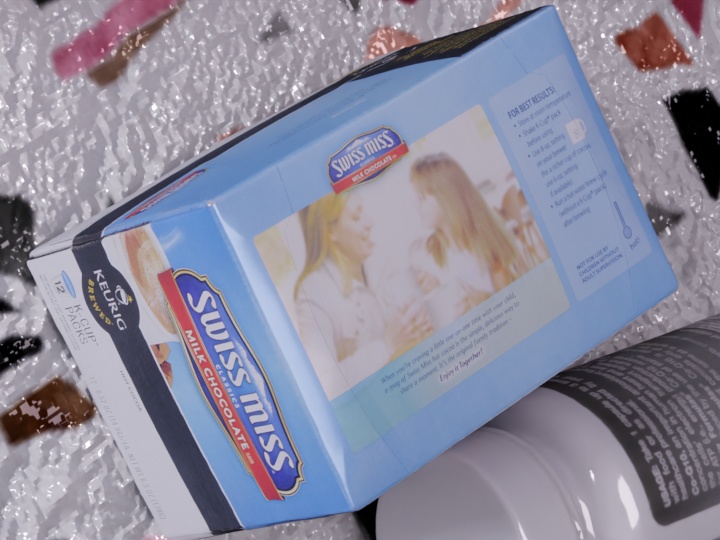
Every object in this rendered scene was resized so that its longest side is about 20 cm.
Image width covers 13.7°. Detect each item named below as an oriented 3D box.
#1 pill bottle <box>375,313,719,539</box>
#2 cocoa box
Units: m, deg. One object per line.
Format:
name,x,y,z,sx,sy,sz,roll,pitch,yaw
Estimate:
pill bottle,0.110,0.093,1.259,0.200,0.114,0.114,-17,93,-38
cocoa box,0.000,0.000,1.178,0.200,0.131,0.134,-32,102,-37
